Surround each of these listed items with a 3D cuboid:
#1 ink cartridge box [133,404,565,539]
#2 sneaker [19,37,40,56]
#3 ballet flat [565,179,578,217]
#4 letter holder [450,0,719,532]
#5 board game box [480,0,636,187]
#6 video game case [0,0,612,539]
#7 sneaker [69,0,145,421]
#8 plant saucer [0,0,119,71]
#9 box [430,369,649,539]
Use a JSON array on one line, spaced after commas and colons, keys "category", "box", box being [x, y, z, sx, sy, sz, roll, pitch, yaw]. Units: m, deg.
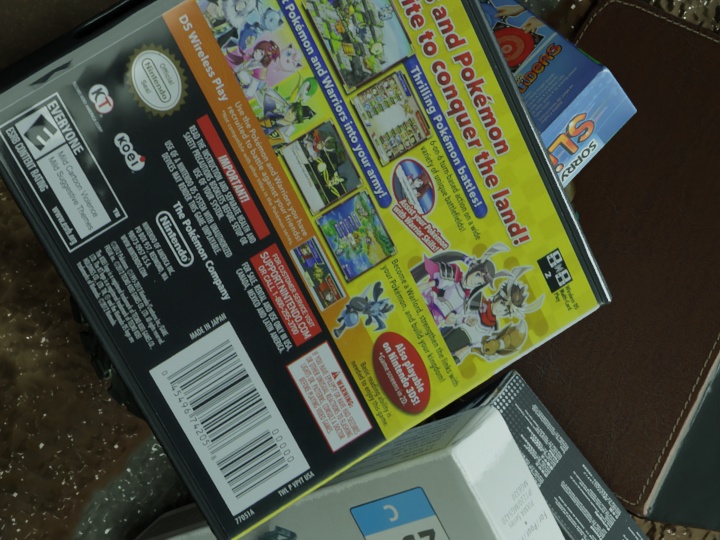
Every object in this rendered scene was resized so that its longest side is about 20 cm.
[{"category": "ink cartridge box", "box": [0.013, 0.165, 0.894, 0.177, 0.199, 0.045, 61, 38, -9]}, {"category": "sneaker", "box": [-0.204, -0.087, 0.788, 0.198, 0.095, 0.080, 10, 91, -23]}, {"category": "ballet flat", "box": [0.000, 0.000, 0.911, 0.199, 0.068, 0.073, -35, 97, 6]}, {"category": "letter holder", "box": [0.136, -0.005, 0.949, 0.100, 0.142, 0.202, 17, 100, -56]}, {"category": "board game box", "box": [-0.001, -0.034, 0.860, 0.200, 0.135, 0.034, -46, 137, 1]}, {"category": "video game case", "box": [-0.021, -0.024, 0.765, 0.180, 0.026, 0.201, -31, 117, -7]}, {"category": "sneaker", "box": [-0.073, -0.038, 0.828, 0.088, 0.079, 0.202, -1, 79, -14]}, {"category": "plant saucer", "box": [-0.095, -0.134, 0.800, 0.199, 0.037, 0.202, 11, 62, -21]}, {"category": "box", "box": [0.068, 0.163, 0.916, 0.160, 0.044, 0.201, -35, 95, 40]}]
